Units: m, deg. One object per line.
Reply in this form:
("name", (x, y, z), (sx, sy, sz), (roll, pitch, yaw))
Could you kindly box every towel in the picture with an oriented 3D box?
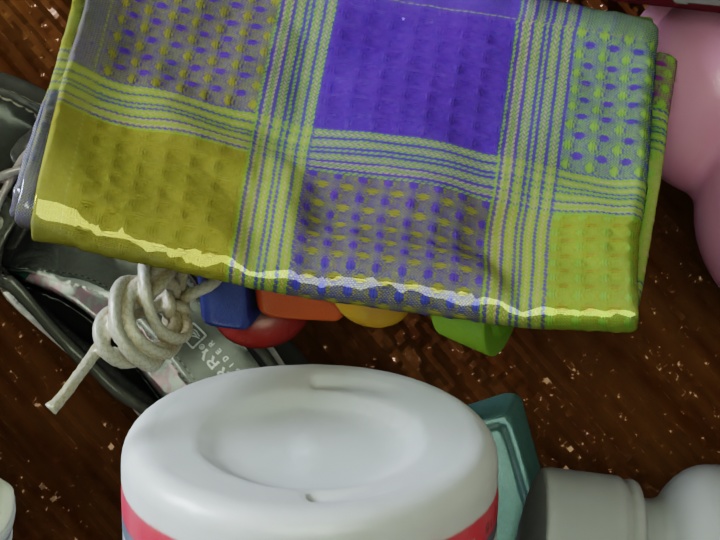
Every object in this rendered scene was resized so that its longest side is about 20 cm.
("towel", (-0.003, -0.046, 0.929), (0.199, 0.023, 0.144), (12, 46, 2))

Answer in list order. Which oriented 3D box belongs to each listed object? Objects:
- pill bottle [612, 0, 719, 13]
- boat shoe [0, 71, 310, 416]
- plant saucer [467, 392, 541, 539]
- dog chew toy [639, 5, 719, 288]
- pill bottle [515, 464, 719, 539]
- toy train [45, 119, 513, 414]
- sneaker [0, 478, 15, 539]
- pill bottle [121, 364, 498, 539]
("pill bottle", (0.138, -0.136, 0.943), (0.199, 0.113, 0.114), (7, 86, 12))
("boat shoe", (-0.086, -0.002, 1.019), (0.200, 0.057, 0.067), (44, 87, 2))
("plant saucer", (0.051, 0.147, 1.031), (0.069, 0.019, 0.201), (-16, 86, -2))
("dog chew toy", (0.170, -0.020, 0.997), (0.200, 0.125, 0.125), (43, 87, 11))
("pill bottle", (0.150, 0.125, 0.979), (0.198, 0.114, 0.115), (9, 86, -4))
("toy train", (0.000, 0.000, 0.951), (0.115, 0.085, 0.200), (17, 47, 21))
("sneaker", (-0.200, 0.044, 0.976), (0.199, 0.100, 0.075), (29, 63, -15))
("pill bottle", (-0.016, 0.143, 0.955), (0.119, 0.120, 0.201), (0, 112, -1))
